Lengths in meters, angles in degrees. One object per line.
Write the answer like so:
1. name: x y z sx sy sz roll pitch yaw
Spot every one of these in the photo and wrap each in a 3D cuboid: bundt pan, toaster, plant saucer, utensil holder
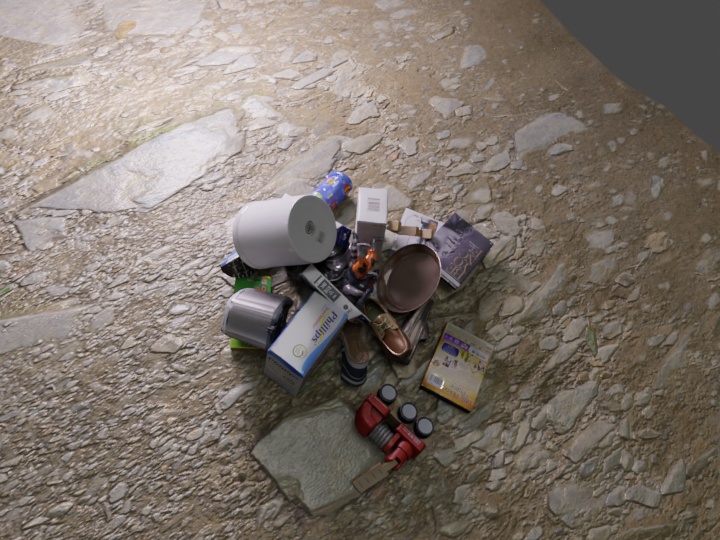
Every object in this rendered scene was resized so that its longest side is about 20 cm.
1. bundt pan: -0.124 -0.036 1.476 0.201 0.076 0.203 5 62 -9
2. toaster: -0.246 0.113 1.293 0.128 0.200 0.114 15 102 3
3. plant saucer: 0.134 0.023 1.464 0.032 0.199 0.201 33 49 -45
4. utensil holder: -0.181 -0.092 1.303 0.169 0.199 0.171 4 85 -47

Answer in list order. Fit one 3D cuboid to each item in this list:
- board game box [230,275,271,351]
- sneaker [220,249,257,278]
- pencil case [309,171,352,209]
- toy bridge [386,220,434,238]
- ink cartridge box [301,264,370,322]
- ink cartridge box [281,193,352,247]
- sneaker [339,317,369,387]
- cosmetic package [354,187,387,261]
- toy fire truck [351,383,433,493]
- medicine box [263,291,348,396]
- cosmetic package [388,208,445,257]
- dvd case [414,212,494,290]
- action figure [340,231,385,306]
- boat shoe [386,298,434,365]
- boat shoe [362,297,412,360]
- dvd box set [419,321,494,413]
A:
1. board game box: -0.281 0.107 1.401 0.095 0.030 0.201 3 66 -11
2. sneaker: -0.299 -0.051 1.453 0.089 0.079 0.200 23 43 29
3. pencil case: -0.110 -0.207 1.564 0.087 0.078 0.200 34 62 15
4. toy bridge: 0.126 -0.109 1.474 0.067 0.200 0.027 6 90 35
5. ink cartridge box: -0.064 0.071 1.343 0.200 0.099 0.039 43 79 1
6. ink cartridge box: -0.122 -0.116 1.418 0.199 0.100 0.039 28 62 5
7. sneaker: -0.021 0.205 1.388 0.070 0.109 0.200 -1 33 -9
8. cosmetic package: 0.026 -0.121 1.477 0.081 0.200 0.113 5 60 -3
9. toy fire truck: 0.045 0.401 1.278 0.176 0.129 0.200 41 53 11
10. medicine box: -0.133 0.178 1.295 0.103 0.200 0.182 34 62 5
11. cosmetic package: 0.198 -0.076 1.576 0.199 0.052 0.151 21 64 -1
12. dvd case: 0.268 -0.058 1.544 0.149 0.016 0.200 40 64 8
13. action figure: 0.000 0.000 1.429 0.104 0.194 0.200 23 19 4
14. boat shoe: 0.145 0.164 1.439 0.073 0.074 0.200 36 71 -3
15. boat shoe: 0.057 0.144 1.382 0.076 0.074 0.200 -38 46 -1
16. dvd box set: 0.256 0.253 1.431 0.146 0.029 0.201 27 61 2
